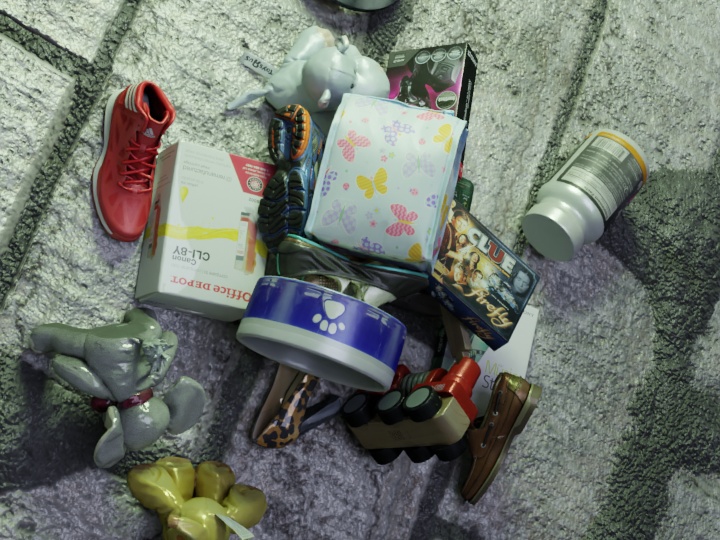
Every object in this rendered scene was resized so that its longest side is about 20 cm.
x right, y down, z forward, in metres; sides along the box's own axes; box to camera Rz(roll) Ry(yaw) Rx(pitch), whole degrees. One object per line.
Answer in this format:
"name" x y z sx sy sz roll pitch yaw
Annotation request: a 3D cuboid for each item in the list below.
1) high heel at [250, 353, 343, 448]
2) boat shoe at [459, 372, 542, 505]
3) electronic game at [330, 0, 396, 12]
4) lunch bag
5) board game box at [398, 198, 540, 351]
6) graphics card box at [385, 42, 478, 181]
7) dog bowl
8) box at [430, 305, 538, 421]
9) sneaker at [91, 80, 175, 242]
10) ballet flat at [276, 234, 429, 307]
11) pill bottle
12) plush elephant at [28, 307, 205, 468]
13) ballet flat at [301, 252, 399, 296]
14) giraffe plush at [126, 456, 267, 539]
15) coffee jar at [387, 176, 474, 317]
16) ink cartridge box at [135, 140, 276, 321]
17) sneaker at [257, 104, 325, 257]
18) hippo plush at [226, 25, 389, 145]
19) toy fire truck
"high heel" -0.103 0.127 1.688 0.142 0.071 0.201 -24 103 -36
"boat shoe" 0.179 0.231 1.806 0.068 0.072 0.201 26 105 1
"electronic game" -0.012 -0.463 1.846 0.199 0.042 0.201 10 70 -29
"lunch bag" 0.037 -0.113 1.628 0.169 0.127 0.201 12 84 7
"board game box" 0.140 -0.006 1.736 0.200 0.035 0.136 41 49 -10
"graphics card box" 0.089 -0.217 1.801 0.051 0.125 0.201 47 48 -52
"dog bowl" -0.047 0.079 1.584 0.200 0.200 0.079 25 77 -24
"box" 0.175 0.128 1.865 0.144 0.036 0.201 21 72 -25
"sneaker" -0.281 -0.141 1.607 0.078 0.115 0.201 1 81 -28
"ballet flat" -0.014 0.013 1.611 0.199 0.068 0.069 16 83 -13
"pill bottle" 0.337 -0.112 1.945 0.200 0.116 0.116 -46 105 -26
"plush elephant" -0.279 0.143 1.550 0.164 0.200 0.156 -11 106 -37
"ballet flat" 0.000 0.000 1.694 0.200 0.065 0.071 -29 119 -53
"giraffe plush" -0.206 0.341 1.568 0.172 0.200 0.163 9 107 -31
"coffee jar" 0.096 -0.038 1.817 0.104 0.085 0.201 18 73 -33
"ink cartridge box" -0.195 -0.048 1.659 0.145 0.083 0.201 13 76 -28
"sneaker" -0.076 -0.109 1.658 0.078 0.075 0.201 22 72 -52
"hippo plush" -0.043 -0.268 1.731 0.199 0.161 0.160 21 73 -25
"toy fire truck" 0.084 0.142 1.734 0.129 0.176 0.200 55 49 -22
